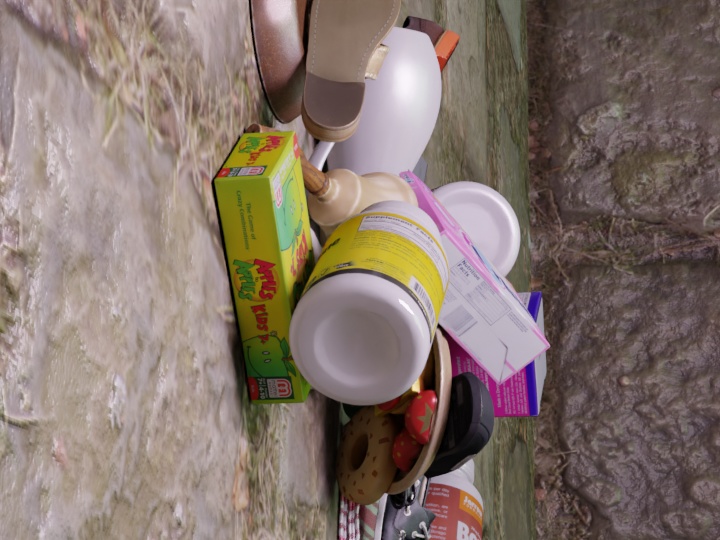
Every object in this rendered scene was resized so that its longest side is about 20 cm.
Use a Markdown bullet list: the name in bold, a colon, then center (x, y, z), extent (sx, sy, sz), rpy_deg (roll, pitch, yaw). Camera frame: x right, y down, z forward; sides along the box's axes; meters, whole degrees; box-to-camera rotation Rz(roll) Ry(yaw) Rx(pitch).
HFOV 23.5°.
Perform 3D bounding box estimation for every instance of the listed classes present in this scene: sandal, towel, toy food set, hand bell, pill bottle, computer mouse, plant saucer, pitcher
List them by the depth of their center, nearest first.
- **pill bottle**: center (0.013, 0.018, 1.432), extent (0.200, 0.112, 0.113), rpy_deg (-67, 153, -64)
- **hand bell**: center (-0.042, -0.078, 1.517), extent (0.200, 0.104, 0.104), rpy_deg (35, 51, -52)
- **sandal**: center (-0.016, -0.186, 1.548), extent (0.070, 0.077, 0.212), rpy_deg (105, -1, -54)
- **plant saucer**: center (-0.058, -0.235, 1.571), extent (0.200, 0.037, 0.201), rpy_deg (-3, 90, -78)
- **computer mouse**: center (0.081, 0.135, 1.673), extent (0.200, 0.046, 0.141), rpy_deg (128, -36, -50)
- **toy food set**: center (0.029, 0.118, 1.678), extent (0.200, 0.049, 0.199), rpy_deg (137, -45, -57)
- **pitcher**: center (0.002, -0.140, 1.688), extent (0.171, 0.121, 0.201), rpy_deg (5, 93, -63)
- **towel**: center (0.007, 0.269, 1.794), extent (0.146, 0.030, 0.201), rpy_deg (60, 30, -68)
- **pill bottle**: center (0.097, -0.033, 1.839), extent (0.200, 0.115, 0.116), rpy_deg (-177, -95, -85)
- **pill bottle**: center (0.081, 0.298, 1.944), extent (0.112, 0.112, 0.200), rpy_deg (75, 17, -48)

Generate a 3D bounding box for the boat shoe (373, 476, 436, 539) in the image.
- **boat shoe**: center (0.047, 0.247, 1.770), extent (0.076, 0.060, 0.201), rpy_deg (78, 15, -67)

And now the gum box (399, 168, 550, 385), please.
- **gum box**: center (0.087, 0.004, 1.653), extent (0.200, 0.066, 0.114), rpy_deg (46, 10, -35)

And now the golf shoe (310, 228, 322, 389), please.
- **golf shoe**: center (-0.018, 0.027, 1.563), extent (0.200, 0.097, 0.078), rpy_deg (72, 21, -48)

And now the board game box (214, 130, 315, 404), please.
- **board game box**: center (-0.071, -0.002, 1.423), extent (0.102, 0.047, 0.201), rpy_deg (-70, 155, -63)

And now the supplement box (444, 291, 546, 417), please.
- **supplement box**: center (0.089, 0.089, 1.814), extent (0.101, 0.199, 0.104), rpy_deg (-65, 151, -64)

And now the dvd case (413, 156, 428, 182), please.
- **dvd case**: center (0.040, -0.069, 1.960), extent (0.200, 0.025, 0.151), rpy_deg (37, 63, -78)

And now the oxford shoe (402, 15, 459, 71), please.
- **oxford shoe**: center (0.038, -0.211, 1.872), extent (0.071, 0.072, 0.200), rpy_deg (-60, 176, 40)
